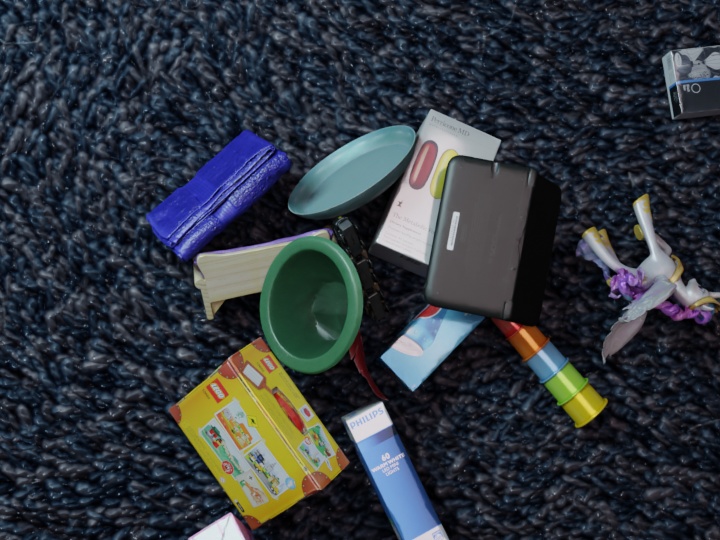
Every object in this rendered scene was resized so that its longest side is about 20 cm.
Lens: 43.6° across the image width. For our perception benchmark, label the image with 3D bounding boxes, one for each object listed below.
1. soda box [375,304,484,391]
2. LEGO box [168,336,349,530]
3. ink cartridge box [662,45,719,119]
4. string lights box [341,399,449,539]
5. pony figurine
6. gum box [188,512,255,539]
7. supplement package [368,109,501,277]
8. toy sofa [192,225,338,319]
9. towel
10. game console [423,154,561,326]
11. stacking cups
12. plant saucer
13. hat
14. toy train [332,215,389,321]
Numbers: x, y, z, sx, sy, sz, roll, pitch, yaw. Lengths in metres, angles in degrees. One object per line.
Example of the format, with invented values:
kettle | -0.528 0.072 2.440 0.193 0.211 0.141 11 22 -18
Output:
soda box | 0.115 0.076 1.263 0.068 0.064 0.200 45 81 1
LEGO box | -0.135 0.215 1.178 0.149 0.077 0.201 -38 87 35
ink cartridge box | 0.562 -0.289 1.359 0.198 0.039 0.101 -8 84 -7
string lights box | 0.043 0.278 1.213 0.059 0.103 0.201 -25 87 -7
pony figurine | 0.396 0.018 1.265 0.192 0.167 0.201 -29 71 -15
gum box | -0.134 0.421 1.137 0.066 0.114 0.201 -30 61 -8
supplement package | 0.101 -0.102 1.258 0.113 0.110 0.202 22 82 -3
toy sofa | -0.127 -0.012 1.224 0.198 0.083 0.098 -12 119 -6
towel | -0.198 -0.111 1.220 0.200 0.147 0.050 -43 127 -9
game console | 0.182 -0.036 1.217 0.174 0.116 0.202 10 88 1
stacking cups | 0.259 0.131 1.277 0.060 0.061 0.200 -43 85 -8
plant saucer | -0.008 -0.128 1.222 0.199 0.200 0.028 -37 114 -8
hat | -0.022 0.054 1.210 0.165 0.175 0.201 41 113 30
toy train | 0.000 0.000 1.219 0.034 0.201 0.046 -31 46 -9
